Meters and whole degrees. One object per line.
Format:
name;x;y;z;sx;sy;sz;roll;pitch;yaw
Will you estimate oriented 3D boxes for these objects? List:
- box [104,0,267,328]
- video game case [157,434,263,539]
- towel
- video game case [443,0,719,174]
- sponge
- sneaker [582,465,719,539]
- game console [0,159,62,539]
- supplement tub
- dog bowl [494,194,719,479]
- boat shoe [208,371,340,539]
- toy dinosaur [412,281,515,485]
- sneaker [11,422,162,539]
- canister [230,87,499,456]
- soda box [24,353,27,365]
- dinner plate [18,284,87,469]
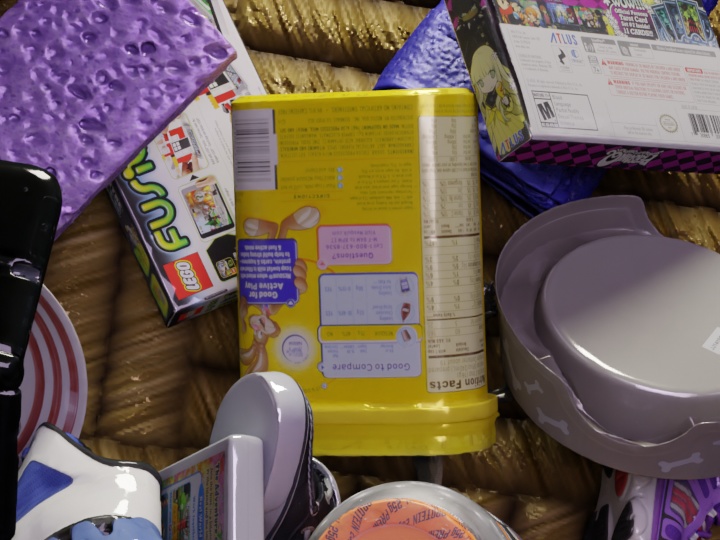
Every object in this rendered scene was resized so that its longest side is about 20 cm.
box;-0.104;-0.079;1.569;0.110;0.035;0.200;-22;80;-18
video game case;-0.096;0.203;1.411;0.024;0.182;0.201;7;72;-26
towel;0.119;-0.141;1.632;0.148;0.050;0.200;36;69;-2
video game case;0.129;-0.145;1.540;0.200;0.036;0.182;0;66;-44
sponge;-0.177;-0.095;1.524;0.200;0.030;0.112;-45;86;0
sneaker;0.182;0.145;1.549;0.083;0.081;0.201;16;70;-14
game console;-0.264;0.032;1.381;0.199;0.116;0.176;9;64;3
supplement tub;0.033;0.178;1.426;0.122;0.200;0.123;-1;81;9
dog bowl;0.171;0.040;1.523;0.199;0.059;0.200;6;40;-5
boat shoe;-0.044;0.126;1.444;0.068;0.200;0.072;-7;46;-21
toy dinosaur;0.047;0.050;1.564;0.088;0.047;0.201;-13;83;-15
sneaker;-0.180;0.152;1.440;0.081;0.199;0.115;53;26;-36
canister;0.000;0.000;1.492;0.148;0.087;0.201;-1;93;14
soda box;-0.285;0.015;1.463;0.199;0.064;0.068;-3;117;-10
dinner plate;-0.249;0.064;1.445;0.200;0.024;0.201;-4;116;-9
